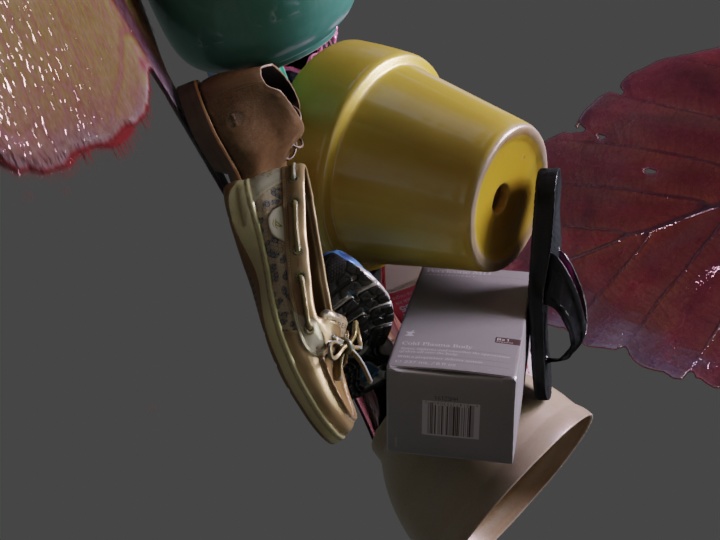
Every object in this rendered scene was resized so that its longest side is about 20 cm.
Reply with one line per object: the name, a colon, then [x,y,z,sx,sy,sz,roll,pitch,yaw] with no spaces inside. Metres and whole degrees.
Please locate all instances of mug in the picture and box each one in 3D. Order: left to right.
mug: [-0.075,-0.220,0.967,0.185,0.152,0.115,-65,136,-58]

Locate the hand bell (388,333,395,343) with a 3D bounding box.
hand bell: [0.027,0.080,1.430,0.200,0.104,0.104,56,1,15]

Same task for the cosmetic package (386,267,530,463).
cosmetic package: [0.087,0.073,1.088,0.200,0.107,0.090,-71,162,-62]

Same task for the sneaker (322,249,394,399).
sneaker: [-0.022,0.035,1.072,0.090,0.078,0.200,60,-9,26]

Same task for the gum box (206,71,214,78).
gum box: [-0.107,-0.185,1.184,0.200,0.044,0.170,57,11,-72]

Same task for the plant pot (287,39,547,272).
plant pot: [0.049,-0.085,1.127,0.189,0.201,0.201,19,-28,33]

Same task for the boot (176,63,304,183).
boot: [-0.069,-0.088,0.987,0.200,0.075,0.074,61,6,-65]

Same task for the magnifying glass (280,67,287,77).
magnifying glass: [-0.085,-0.200,1.102,0.200,0.022,0.080,-108,173,-52]

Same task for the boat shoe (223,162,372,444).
boat shoe: [-0.038,0.021,0.905,0.073,0.063,0.200,48,21,-79]

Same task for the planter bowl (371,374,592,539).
planter bowl: [0.096,0.163,1.187,0.135,0.200,0.200,41,-4,17]

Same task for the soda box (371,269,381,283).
soda box: [0.017,-0.018,1.429,0.071,0.063,0.200,48,11,12]

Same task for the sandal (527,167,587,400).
sandal: [0.168,0.015,1.094,0.075,0.048,0.201,-36,128,-73]

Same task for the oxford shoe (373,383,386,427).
oxford shoe: [0.056,0.174,1.307,0.200,0.072,0.071,70,-26,18]

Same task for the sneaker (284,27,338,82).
sneaker: [-0.065,-0.237,1.268,0.095,0.079,0.200,46,18,-54]

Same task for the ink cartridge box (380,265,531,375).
ink cartridge box: [0.099,0.038,1.315,0.200,0.083,0.147,58,17,-32]
